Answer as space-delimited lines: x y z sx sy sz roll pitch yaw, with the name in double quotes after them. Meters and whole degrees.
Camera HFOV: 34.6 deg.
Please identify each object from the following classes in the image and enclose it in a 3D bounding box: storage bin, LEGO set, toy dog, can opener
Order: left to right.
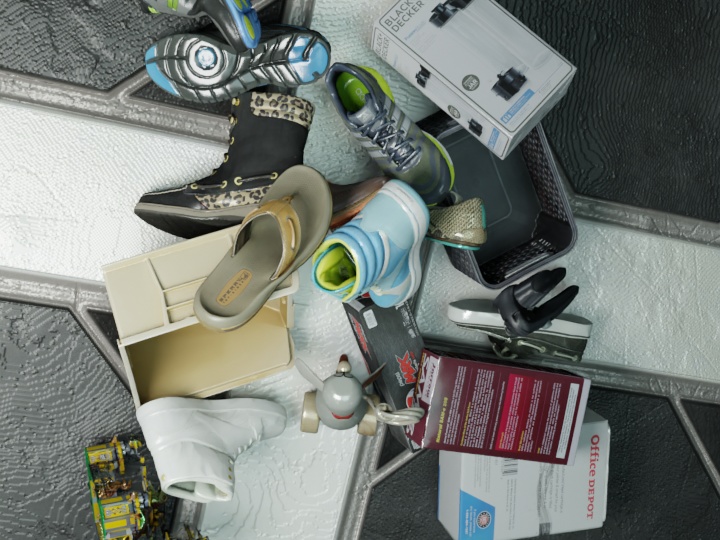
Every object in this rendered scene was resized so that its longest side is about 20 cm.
-0.229 0.268 1.267 0.115 0.200 0.155 -8 101 -18 "LEGO set"
-0.161 0.052 1.227 0.198 0.200 0.094 -17 65 -13 "storage bin"
-0.016 0.130 1.318 0.131 0.200 0.097 9 72 -22 "toy dog"
0.153 -0.096 1.350 0.135 0.094 0.201 -27 111 -10 "storage bin"
0.217 0.035 1.366 0.078 0.200 0.064 -28 83 28 "can opener"

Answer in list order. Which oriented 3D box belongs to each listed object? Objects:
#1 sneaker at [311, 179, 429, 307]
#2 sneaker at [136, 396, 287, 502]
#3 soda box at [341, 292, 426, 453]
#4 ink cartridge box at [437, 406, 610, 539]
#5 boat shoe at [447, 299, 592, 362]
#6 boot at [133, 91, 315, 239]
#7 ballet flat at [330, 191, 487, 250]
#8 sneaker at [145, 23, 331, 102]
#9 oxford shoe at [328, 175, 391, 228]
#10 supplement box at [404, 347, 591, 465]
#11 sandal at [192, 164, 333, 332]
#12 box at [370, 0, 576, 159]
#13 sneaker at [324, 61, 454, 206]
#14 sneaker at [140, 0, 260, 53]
0.000 0.000 1.215 0.130 0.079 0.200 -39 156 -24 "sneaker"
-0.152 0.206 1.291 0.199 0.116 0.074 6 143 -44 "sneaker"
0.045 0.112 1.379 0.063 0.071 0.201 -25 111 -14 "soda box"
0.204 0.254 1.460 0.199 0.084 0.146 -3 103 -16 "ink cartridge box"
0.195 0.079 1.420 0.199 0.071 0.064 10 100 -21 "boat shoe"
-0.142 -0.113 1.253 0.073 0.199 0.151 42 53 -58 "boot"
0.055 -0.066 1.294 0.068 0.199 0.076 -3 97 -54 "ballet flat"
-0.129 -0.225 1.243 0.199 0.082 0.074 -1 113 2 "sneaker"
-0.053 -0.077 1.262 0.199 0.071 0.073 -17 90 22 "oxford shoe"
0.161 0.160 1.354 0.199 0.061 0.109 11 93 -20 "supplement box"
-0.093 -0.028 1.126 0.200 0.080 0.054 -53 158 -24 "sandal"
0.120 -0.232 1.261 0.200 0.060 0.117 43 76 11 "box"
0.024 -0.148 1.249 0.074 0.081 0.200 -46 70 15 "sneaker"
-0.182 -0.286 1.185 0.199 0.071 0.083 40 101 8 "sneaker"
